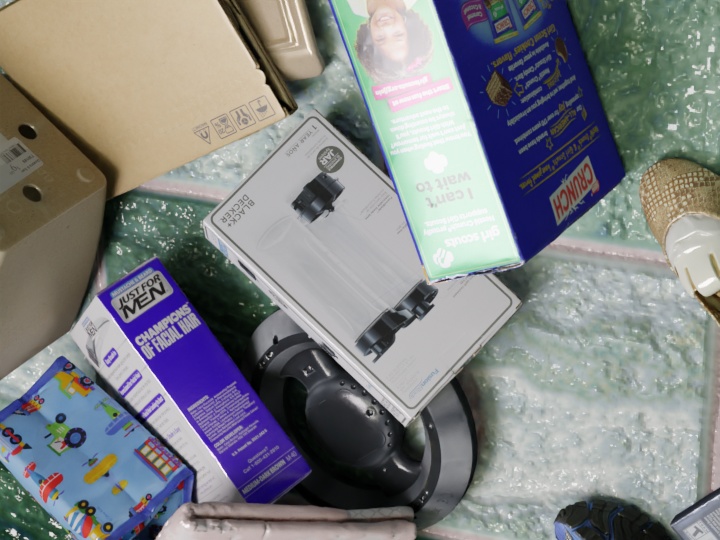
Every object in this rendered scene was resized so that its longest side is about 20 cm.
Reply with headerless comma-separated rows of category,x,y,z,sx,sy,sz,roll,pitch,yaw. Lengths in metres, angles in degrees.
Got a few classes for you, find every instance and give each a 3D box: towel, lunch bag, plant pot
towel,-0.079,0.226,1.310,0.200,0.191,0.032,-54,39,47
lunch bag,-0.204,0.187,1.392,0.151,0.094,0.200,39,156,24
plant pot,-0.306,-0.034,1.297,0.200,0.200,0.177,44,129,4

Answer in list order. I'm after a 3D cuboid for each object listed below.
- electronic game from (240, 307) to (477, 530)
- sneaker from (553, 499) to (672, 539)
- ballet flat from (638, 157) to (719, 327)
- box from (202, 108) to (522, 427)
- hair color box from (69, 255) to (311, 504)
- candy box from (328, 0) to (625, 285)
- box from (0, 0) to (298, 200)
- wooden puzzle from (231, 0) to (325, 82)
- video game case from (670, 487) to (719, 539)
electronic game,-0.004,0.110,1.311,0.200,0.042,0.200,15,122,25
sneaker,0.207,0.248,1.248,0.200,0.075,0.078,47,126,4
ballet flat,0.248,0.013,1.133,0.200,0.065,0.071,48,123,2
box,0.000,0.000,1.219,0.200,0.060,0.117,42,80,5
hair color box,-0.131,0.097,1.325,0.200,0.065,0.109,53,154,1
candy box,0.077,-0.116,1.104,0.077,0.169,0.200,-14,103,35
box,-0.164,-0.148,1.264,0.200,0.021,0.164,-21,108,34
wooden puzzle,-0.127,-0.220,1.246,0.185,0.037,0.200,-6,112,29
video game case,0.330,0.177,1.188,0.143,0.019,0.200,50,122,0
